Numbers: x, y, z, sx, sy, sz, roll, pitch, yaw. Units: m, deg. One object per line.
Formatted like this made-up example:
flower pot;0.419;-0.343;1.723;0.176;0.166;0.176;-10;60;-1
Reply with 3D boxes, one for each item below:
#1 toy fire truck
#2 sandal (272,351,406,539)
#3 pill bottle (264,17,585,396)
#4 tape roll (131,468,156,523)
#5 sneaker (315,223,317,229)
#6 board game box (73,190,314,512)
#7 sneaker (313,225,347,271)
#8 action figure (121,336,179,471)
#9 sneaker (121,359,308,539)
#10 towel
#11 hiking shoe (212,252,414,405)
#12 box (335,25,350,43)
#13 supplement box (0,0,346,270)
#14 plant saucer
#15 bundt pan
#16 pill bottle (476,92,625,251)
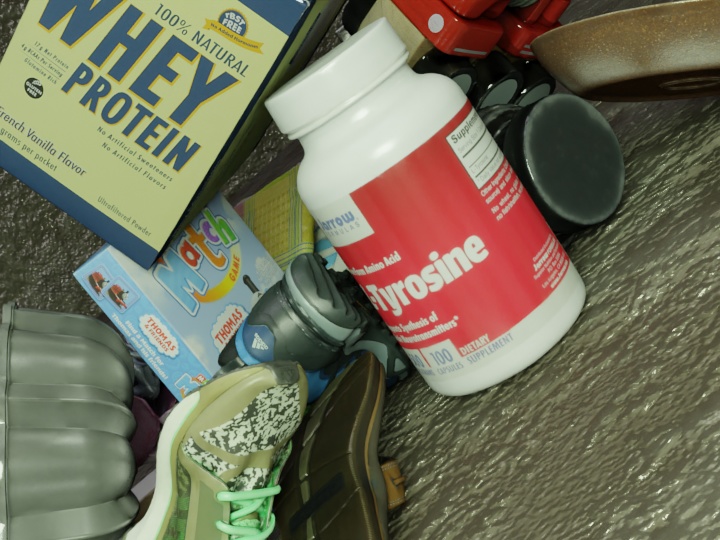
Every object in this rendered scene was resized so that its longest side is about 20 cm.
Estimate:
toy fire truck;0.116;-0.195;0.824;0.175;0.129;0.201;-6;-41;-53
sandal;-0.002;0.120;0.639;0.082;0.054;0.201;-43;24;16
pill bottle;0.035;-0.037;0.709;0.112;0.201;0.112;-33;12;8
tape roll;-0.143;0.187;0.861;0.202;0.037;0.203;-39;12;10
sneaker;-0.044;-0.034;1.074;0.088;0.075;0.201;38;97;40
board game box;-0.083;0.041;0.808;0.036;0.201;0.152;-33;13;26
sneaker;0.000;0.000;1.008;0.201;0.076;0.081;-54;50;13
action figure;-0.202;0.163;1.010;0.134;0.147;0.202;5;-75;-69
sneaker;-0.064;0.134;0.617;0.076;0.089;0.202;-1;-53;-42
towel;-0.073;0.020;0.996;0.143;0.023;0.203;-23;62;53
hiking shoe;-0.028;0.047;0.768;0.086;0.075;0.200;-38;-22;5
box;0.082;-0.142;0.975;0.110;0.201;0.035;-38;7;8
supplement box;-0.104;-0.149;0.752;0.201;0.134;0.200;-54;3;30
plant saucer;0.205;-0.132;0.761;0.197;0.037;0.200;-4;1;0
bundt pan;-0.169;0.118;0.726;0.075;0.205;0.202;-1;4;-13
pill bottle;0.082;-0.046;0.839;0.112;0.112;0.199;-47;13;-33
